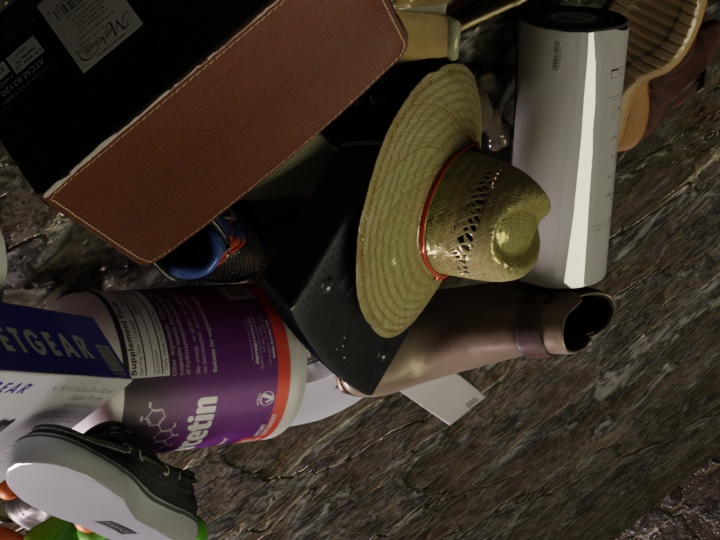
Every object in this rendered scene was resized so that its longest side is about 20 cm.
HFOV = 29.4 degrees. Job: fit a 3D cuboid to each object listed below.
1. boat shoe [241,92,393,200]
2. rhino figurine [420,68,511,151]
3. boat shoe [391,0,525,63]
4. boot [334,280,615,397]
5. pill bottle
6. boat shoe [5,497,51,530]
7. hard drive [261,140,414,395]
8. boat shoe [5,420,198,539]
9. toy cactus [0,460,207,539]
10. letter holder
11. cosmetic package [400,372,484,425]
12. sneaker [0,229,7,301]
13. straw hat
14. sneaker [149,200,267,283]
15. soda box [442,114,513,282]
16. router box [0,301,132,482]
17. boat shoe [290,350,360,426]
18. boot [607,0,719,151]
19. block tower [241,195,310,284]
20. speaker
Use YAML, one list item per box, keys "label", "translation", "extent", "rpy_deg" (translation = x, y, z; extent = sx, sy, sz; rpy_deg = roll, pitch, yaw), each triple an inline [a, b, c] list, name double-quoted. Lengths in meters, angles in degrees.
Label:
- label: "boat shoe"
  translation: [-0.042, -0.087, 0.893]
  extent: [0.074, 0.063, 0.201]
  rpy_deg: [-34, 162, 32]
- label: "rhino figurine"
  translation: [0.032, -0.069, 1.015]
  extent: [0.200, 0.060, 0.087]
  rpy_deg: [-50, 151, 15]
- label: "boat shoe"
  translation: [0.035, -0.160, 0.853]
  extent: [0.200, 0.076, 0.072]
  rpy_deg: [-33, 155, -12]
- label: "boot"
  translation: [0.095, 0.048, 1.041]
  extent: [0.200, 0.146, 0.071]
  rpy_deg: [-31, 114, -45]
- label: "pill bottle"
  translation: [-0.143, 0.068, 0.931]
  extent: [0.199, 0.113, 0.113]
  rpy_deg: [-3, 139, -34]
- label: "boat shoe"
  translation: [-0.217, 0.197, 1.137]
  extent: [0.057, 0.067, 0.200]
  rpy_deg: [-27, 153, 13]
- label: "hard drive"
  translation: [0.000, 0.000, 0.921]
  extent: [0.135, 0.042, 0.200]
  rpy_deg: [-59, 157, -10]
- label: "boat shoe"
  translation: [-0.154, 0.125, 0.842]
  extent: [0.068, 0.057, 0.200]
  rpy_deg: [-3, 155, 15]
- label: "toy cactus"
  translation: [-0.198, 0.136, 0.983]
  extent: [0.102, 0.199, 0.166]
  rpy_deg: [68, 34, -52]
- label: "letter holder"
  translation: [-0.088, -0.114, 0.740]
  extent: [0.200, 0.101, 0.142]
  rpy_deg: [-40, 157, 2]
- label: "cosmetic package"
  translation: [0.051, 0.083, 1.279]
  extent: [0.051, 0.083, 0.200]
  rpy_deg: [-38, 155, 5]
- label: "sneaker"
  translation: [-0.271, 0.041, 0.774]
  extent: [0.079, 0.079, 0.200]
  rpy_deg: [-12, 146, -54]
- label: "straw hat"
  translation: [0.076, -0.034, 0.891]
  extent: [0.201, 0.085, 0.202]
  rpy_deg: [-50, 148, -46]
- label: "sneaker"
  translation: [-0.113, -0.022, 0.882]
  extent: [0.075, 0.079, 0.200]
  rpy_deg: [-42, 155, 9]
- label: "soda box"
  translation: [0.057, -0.034, 1.105]
  extent: [0.200, 0.068, 0.063]
  rpy_deg: [-37, 155, -6]
- label: "router box"
  translation: [-0.241, 0.090, 0.743]
  extent: [0.179, 0.049, 0.200]
  rpy_deg: [-37, 167, 8]
- label: "boat shoe"
  translation: [-0.027, 0.073, 1.171]
  extent: [0.200, 0.066, 0.072]
  rpy_deg: [-30, 138, 30]
- label: "boot"
  translation: [0.257, -0.191, 1.141]
  extent: [0.166, 0.072, 0.200]
  rpy_deg: [-32, 156, -43]
- label: "block tower"
  translation: [-0.067, 0.023, 1.048]
  extent: [0.054, 0.058, 0.200]
  rpy_deg: [-24, 150, -30]
- label: "speaker"
  translation: [0.152, -0.090, 1.024]
  extent: [0.081, 0.081, 0.201]
  rpy_deg: [-18, 120, -37]
